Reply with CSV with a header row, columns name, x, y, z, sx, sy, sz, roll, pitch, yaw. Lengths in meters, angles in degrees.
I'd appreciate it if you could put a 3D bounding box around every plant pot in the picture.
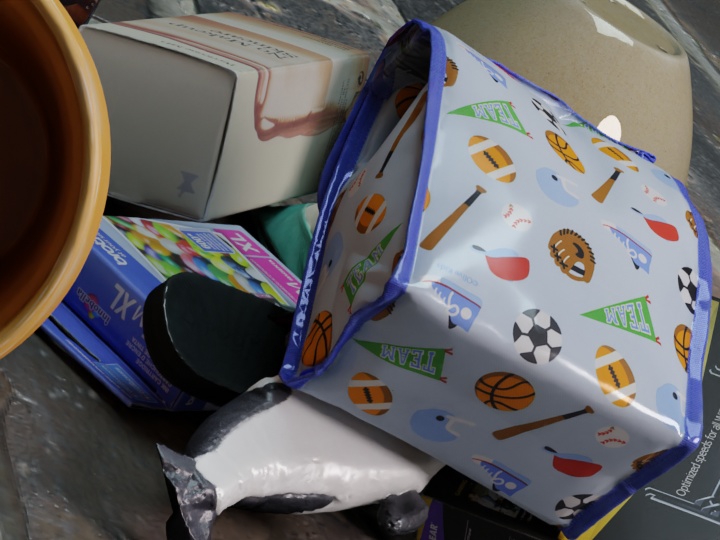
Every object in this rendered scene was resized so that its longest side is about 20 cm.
name,x,y,z,sx,sy,sz,roll,pitch,yaw
plant pot,0.110,-0.092,1.593,0.200,0.135,0.200,29,18,-10
plant pot,-0.198,-0.049,1.171,0.200,0.200,0.183,33,2,0

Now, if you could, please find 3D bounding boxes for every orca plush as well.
name,x,y,z,sx,sy,sz,roll,pitch,yaw
orca plush,-0.032,0.096,1.261,0.105,0.071,0.200,49,37,3

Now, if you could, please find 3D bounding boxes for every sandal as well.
name,x,y,z,sx,sy,sz,roll,pitch,yaw
sandal,-0.016,0.046,1.335,0.200,0.048,0.075,17,52,-45

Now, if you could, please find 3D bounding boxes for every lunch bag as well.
name,x,y,z,sx,sy,sz,roll,pitch,yaw
lunch bag,0.068,-0.005,1.292,0.170,0.124,0.200,29,47,-20

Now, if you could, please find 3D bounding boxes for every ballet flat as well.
name,x,y,z,sx,sy,sz,roll,pitch,yaw
ballet flat,0.000,0.000,1.541,0.067,0.070,0.200,22,20,-29

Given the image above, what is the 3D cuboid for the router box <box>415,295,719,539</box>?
name,x,y,z,sx,sy,sz,roll,pitch,yaw
router box,0.137,0.089,1.364,0.157,0.052,0.200,20,45,16

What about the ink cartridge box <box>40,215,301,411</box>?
name,x,y,z,sx,sy,sz,roll,pitch,yaw
ink cartridge box,-0.086,0.021,1.395,0.119,0.042,0.200,42,21,26

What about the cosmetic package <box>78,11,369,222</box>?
name,x,y,z,sx,sy,sz,roll,pitch,yaw
cosmetic package,-0.081,-0.090,1.569,0.103,0.087,0.200,18,14,16

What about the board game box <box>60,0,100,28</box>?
name,x,y,z,sx,sy,sz,roll,pitch,yaw
board game box,-0.185,-0.229,1.613,0.135,0.200,0.035,32,37,-4
